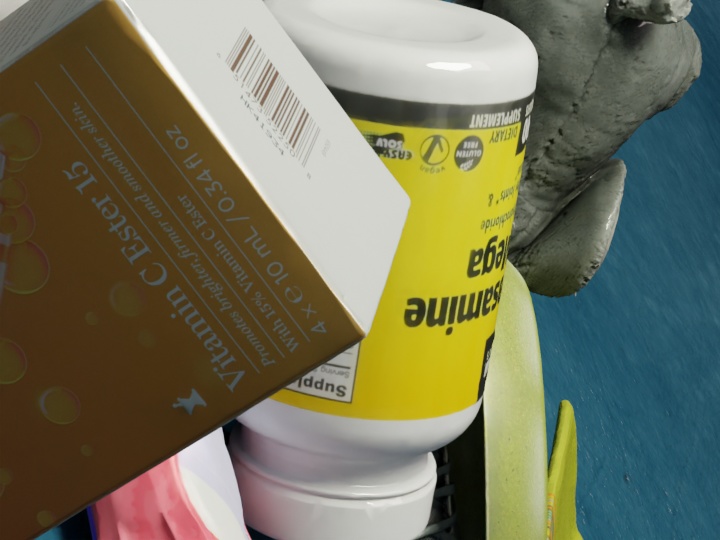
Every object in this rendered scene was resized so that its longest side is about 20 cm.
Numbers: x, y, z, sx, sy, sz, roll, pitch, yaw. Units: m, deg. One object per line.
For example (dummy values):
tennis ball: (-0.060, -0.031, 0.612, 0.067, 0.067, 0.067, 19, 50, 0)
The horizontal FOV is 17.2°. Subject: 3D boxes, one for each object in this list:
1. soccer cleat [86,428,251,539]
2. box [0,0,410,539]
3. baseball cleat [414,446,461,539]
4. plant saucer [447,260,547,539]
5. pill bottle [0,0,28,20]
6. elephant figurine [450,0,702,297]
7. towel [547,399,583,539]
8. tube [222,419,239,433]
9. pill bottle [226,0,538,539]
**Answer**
soccer cleat: (-0.074, 0.069, 0.891, 0.077, 0.066, 0.202, 60, 16, -64)
box: (-0.103, 0.000, 0.733, 0.125, 0.199, 0.098, 52, 22, -15)
baseball cleat: (0.015, 0.088, 1.011, 0.069, 0.107, 0.201, 5, 46, -33)
plant saucer: (0.060, 0.082, 1.067, 0.200, 0.031, 0.202, 180, -90, -88)
pill bottle: (-0.194, -0.126, 0.824, 0.110, 0.109, 0.200, 64, 21, 13)
elephant figurine: (0.072, -0.050, 1.131, 0.141, 0.201, 0.155, 29, 0, 28)
towel: (0.098, 0.139, 1.179, 0.200, 0.018, 0.087, -66, 157, -70)
tube: (-0.093, 0.013, 0.961, 0.200, 0.050, 0.078, 34, 31, -38)
pill bottle: (0.000, 0.000, 0.921, 0.112, 0.111, 0.202, -48, 148, -68)
